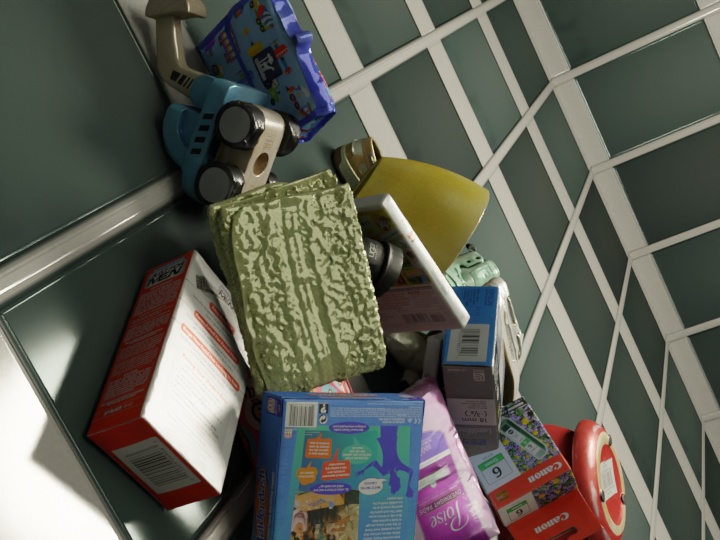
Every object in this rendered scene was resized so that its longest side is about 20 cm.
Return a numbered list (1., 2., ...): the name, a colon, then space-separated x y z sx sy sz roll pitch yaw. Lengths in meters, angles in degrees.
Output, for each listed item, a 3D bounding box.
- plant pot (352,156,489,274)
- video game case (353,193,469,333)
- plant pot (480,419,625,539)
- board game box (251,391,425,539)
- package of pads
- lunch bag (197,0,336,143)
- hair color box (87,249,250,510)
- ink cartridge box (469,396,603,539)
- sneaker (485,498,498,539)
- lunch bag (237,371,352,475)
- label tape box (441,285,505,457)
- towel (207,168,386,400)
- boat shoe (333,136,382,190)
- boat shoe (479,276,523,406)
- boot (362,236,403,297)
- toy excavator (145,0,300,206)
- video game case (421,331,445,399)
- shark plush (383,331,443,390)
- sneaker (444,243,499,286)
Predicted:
1. plant pot: 0.052 -0.066 1.365 0.142 0.200 0.200 35 31 -8
2. video game case: 0.000 0.000 1.159 0.182 0.199 0.023 55 51 -27
3. plant pot: 0.261 0.308 1.432 0.200 0.182 0.202 34 51 -56
4. board game box: -0.021 0.213 0.944 0.151 0.045 0.201 6 88 -30
5. package of pads: 0.064 0.235 1.184 0.120 0.076 0.201 -21 88 -23
6. lunch bag: -0.089 -0.223 1.144 0.094 0.200 0.151 -24 92 -23
7. hair color box: -0.157 0.092 0.911 0.111 0.064 0.201 53 29 -32
8. ink cartridge box: 0.210 0.264 1.318 0.050 0.109 0.200 63 -2 -42
9. sneaker: 0.137 0.365 1.273 0.200 0.080 0.115 61 23 -18
10. lunch bag: -0.051 0.157 1.066 0.201 0.082 0.176 69 20 -1
11. label tape box: 0.141 0.140 1.264 0.145 0.063 0.201 -76 161 -51
12. towel: -0.055 0.015 0.970 0.148 0.036 0.201 -17 95 -27
13. boat shoe: 0.042 -0.102 1.471 0.200 0.076 0.072 53 28 -31
14. boat shoe: 0.186 0.095 1.366 0.069 0.071 0.201 -45 140 -33
15. boot: -0.074 -0.005 1.085 0.168 0.200 0.077 25 56 -22
16. toy excavator: -0.165 -0.177 1.088 0.100 0.199 0.195 -4 118 -65
17. video game case: 0.119 0.166 1.373 0.200 0.022 0.183 -7 106 -65
18. shark plush: 0.089 0.101 1.411 0.083 0.091 0.200 34 16 30
19. sneaker: 0.140 0.017 1.442 0.200 0.118 0.074 -112 180 -75
